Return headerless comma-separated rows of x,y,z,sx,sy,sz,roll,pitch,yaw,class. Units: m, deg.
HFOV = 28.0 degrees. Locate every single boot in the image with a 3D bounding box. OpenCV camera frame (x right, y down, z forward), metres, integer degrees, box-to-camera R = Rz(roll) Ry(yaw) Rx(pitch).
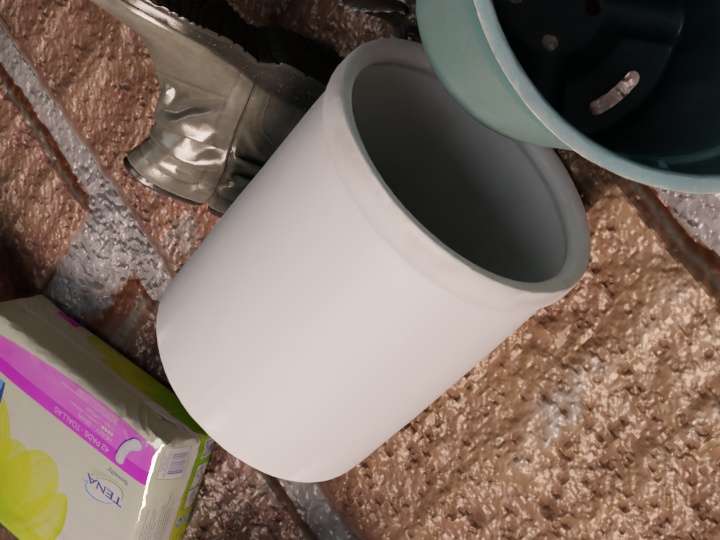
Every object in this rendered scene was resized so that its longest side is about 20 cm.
-0.111,-0.104,0.871,0.131,0.199,0.068,-51,24,27,boot

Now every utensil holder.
0.000,0.000,0.806,0.200,0.169,0.171,-44,72,34,utensil holder

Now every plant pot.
0.117,-0.134,0.652,0.196,0.198,0.202,-172,72,-79,plant pot

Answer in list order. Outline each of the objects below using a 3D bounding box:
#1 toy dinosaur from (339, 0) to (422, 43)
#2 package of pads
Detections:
0.010,-0.218,0.814,0.102,0.077,0.201,-25,83,36,toy dinosaur
-0.206,0.133,1.041,0.199,0.068,0.156,32,114,29,package of pads
